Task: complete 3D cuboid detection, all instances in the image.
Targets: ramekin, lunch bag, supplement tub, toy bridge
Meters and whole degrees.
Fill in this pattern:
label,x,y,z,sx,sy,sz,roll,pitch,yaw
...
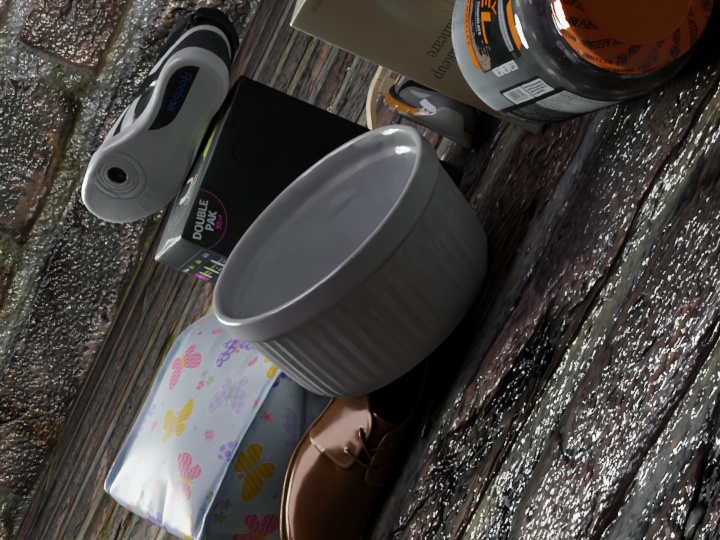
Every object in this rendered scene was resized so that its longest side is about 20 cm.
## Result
label,x,y,z,sx,sy,sz,roll,pitch,yaw
ramekin,0.000,0.000,1.587,0.200,0.105,0.200,-36,23,18
lunch bag,-0.086,0.126,1.734,0.169,0.127,0.200,15,80,55
supplement tub,0.137,-0.159,1.346,0.200,0.122,0.123,169,123,-77
toy bridge,0.042,-0.154,1.934,0.027,0.067,0.200,-148,81,-79

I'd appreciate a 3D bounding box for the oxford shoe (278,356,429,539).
label,x,y,z,sx,sy,sz,roll,pitch,yaw
oxford shoe,-0.004,0.131,1.600,0.200,0.071,0.071,-68,15,-10

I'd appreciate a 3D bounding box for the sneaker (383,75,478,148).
label,x,y,z,sx,sy,sz,roll,pitch,yaw
sneaker,0.068,-0.160,1.803,0.077,0.078,0.200,-59,12,16

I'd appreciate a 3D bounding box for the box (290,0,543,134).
label,x,y,z,sx,sy,sz,roll,pitch,yaw
box,0.062,-0.186,1.548,0.095,0.200,0.078,125,164,-50

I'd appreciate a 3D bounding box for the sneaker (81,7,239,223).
label,x,y,z,sx,sy,sz,roll,pitch,yaw
sneaker,-0.156,-0.132,1.801,0.200,0.073,0.112,-48,17,37

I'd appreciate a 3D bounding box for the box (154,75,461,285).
label,x,y,z,sx,sy,sz,roll,pitch,yaw
box,-0.045,-0.046,1.791,0.124,0.200,0.149,150,141,-73
